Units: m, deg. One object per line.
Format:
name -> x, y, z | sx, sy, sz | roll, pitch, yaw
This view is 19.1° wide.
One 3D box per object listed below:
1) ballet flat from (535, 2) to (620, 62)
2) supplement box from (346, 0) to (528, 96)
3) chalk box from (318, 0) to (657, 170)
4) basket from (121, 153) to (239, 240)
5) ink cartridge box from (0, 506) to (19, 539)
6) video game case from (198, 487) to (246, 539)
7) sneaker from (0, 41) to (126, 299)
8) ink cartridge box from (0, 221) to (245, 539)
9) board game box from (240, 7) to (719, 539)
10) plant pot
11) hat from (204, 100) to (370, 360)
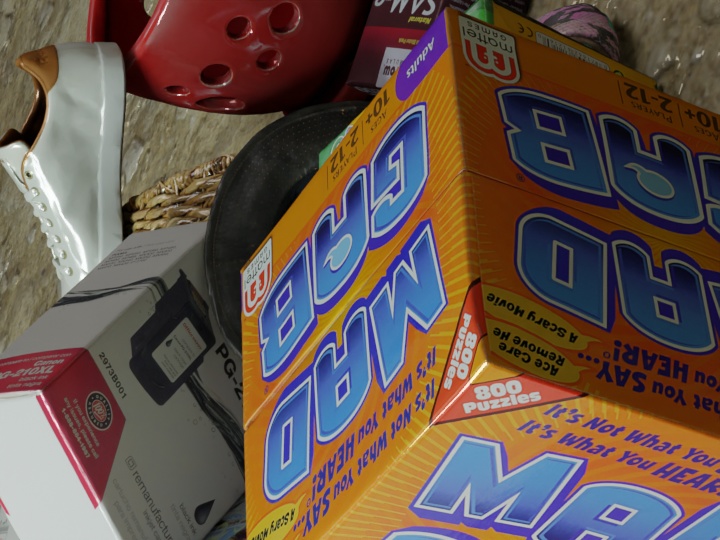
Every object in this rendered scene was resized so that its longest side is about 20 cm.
ballet flat -> 0.064, -0.089, 1.225 | 0.200, 0.069, 0.071 | -31, 21, 23
supplement box -> 0.065, -0.199, 1.341 | 0.109, 0.061, 0.201 | 17, 90, 65
chalk box -> 0.056, -0.024, 1.140 | 0.200, 0.124, 0.124 | -43, 36, 39
basket -> -0.083, -0.043, 1.443 | 0.200, 0.142, 0.150 | -21, 55, 59
ink cartridge box -> -0.233, 0.248, 1.625 | 0.146, 0.083, 0.201 | -13, 62, 62
video game case -> -0.072, 0.175, 1.249 | 0.181, 0.046, 0.200 | -35, 19, -18
sneaker -> -0.202, -0.051, 1.412 | 0.073, 0.084, 0.201 | -157, 66, -67
ink cartridge box -> -0.130, 0.081, 1.278 | 0.084, 0.145, 0.200 | -10, 25, 37
board game box -> 0.078, 0.045, 0.967 | 0.200, 0.199, 0.200 | -50, 32, 40
plant pot -> -0.074, -0.198, 1.484 | 0.200, 0.182, 0.201 | -45, 36, 45
hat -> 0.000, 0.000, 1.287 | 0.081, 0.200, 0.201 | 71, -157, -62
